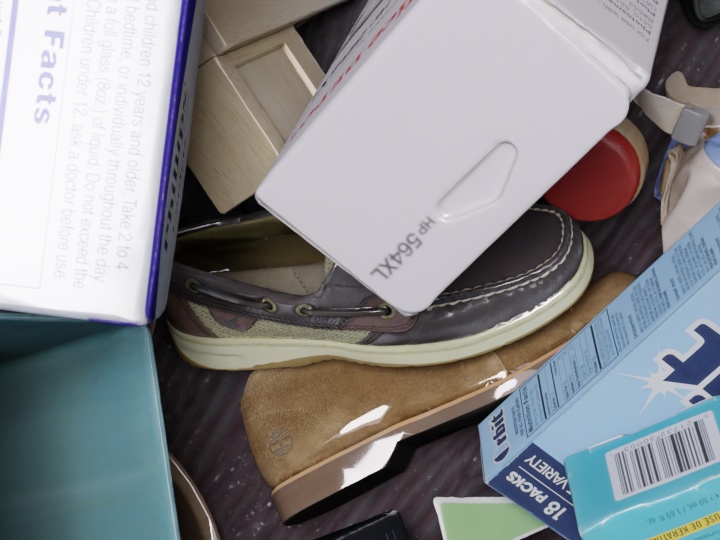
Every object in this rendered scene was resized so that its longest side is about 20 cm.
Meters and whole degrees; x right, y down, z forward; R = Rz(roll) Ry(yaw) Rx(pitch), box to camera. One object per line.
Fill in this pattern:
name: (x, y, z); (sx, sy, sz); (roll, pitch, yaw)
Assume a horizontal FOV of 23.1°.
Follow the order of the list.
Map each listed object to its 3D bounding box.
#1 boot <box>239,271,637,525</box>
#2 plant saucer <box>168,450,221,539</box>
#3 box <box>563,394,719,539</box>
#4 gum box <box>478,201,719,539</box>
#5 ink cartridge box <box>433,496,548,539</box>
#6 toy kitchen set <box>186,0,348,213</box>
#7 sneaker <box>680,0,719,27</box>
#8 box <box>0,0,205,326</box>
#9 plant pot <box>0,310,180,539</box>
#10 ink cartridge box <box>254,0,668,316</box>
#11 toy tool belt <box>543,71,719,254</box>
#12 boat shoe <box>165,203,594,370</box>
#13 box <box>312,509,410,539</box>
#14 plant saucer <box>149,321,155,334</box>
boot: (0.038, 0.038, 0.805); (0.200, 0.074, 0.076); (-26, 75, -2)
plant saucer: (-0.158, 0.153, 0.806); (0.200, 0.029, 0.200); (0, 84, 0)
box: (0.163, 0.148, 0.742); (0.082, 0.049, 0.200); (-24, 120, 13)
gum box: (0.179, 0.060, 0.742); (0.170, 0.045, 0.200); (36, 115, -20)
ink cartridge box: (0.088, 0.200, 0.757); (0.048, 0.145, 0.200); (-32, 63, 38)
toy kitchen set: (-0.116, -0.109, 0.811); (0.180, 0.163, 0.200); (-32, 93, 28)
sneaker: (0.093, -0.160, 0.822); (0.200, 0.080, 0.086); (9, 95, 5)
box: (-0.159, -0.082, 0.641); (0.200, 0.105, 0.184); (7, 89, -3)
plant pot: (-0.192, 0.103, 0.679); (0.200, 0.141, 0.142); (-13, 81, 30)
ink cartridge box: (0.052, -0.098, 0.718); (0.084, 0.200, 0.146); (38, 124, -9)
toy tool belt: (0.183, -0.038, 0.804); (0.200, 0.123, 0.125); (22, 123, 5)
boat shoe: (0.000, 0.000, 0.774); (0.200, 0.065, 0.073); (-11, 45, 16)
box: (-0.007, 0.218, 0.740); (0.079, 0.141, 0.200); (-24, 84, 23)
plant saucer: (-0.189, 0.009, 0.788); (0.200, 0.034, 0.201); (-4, 76, 15)
